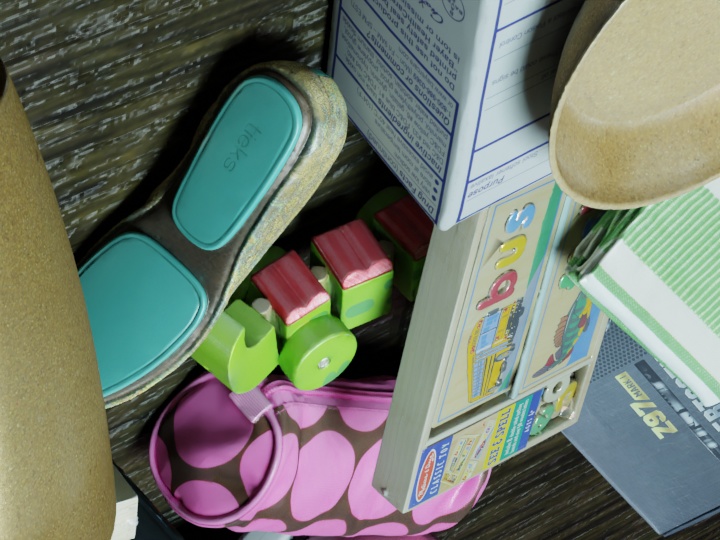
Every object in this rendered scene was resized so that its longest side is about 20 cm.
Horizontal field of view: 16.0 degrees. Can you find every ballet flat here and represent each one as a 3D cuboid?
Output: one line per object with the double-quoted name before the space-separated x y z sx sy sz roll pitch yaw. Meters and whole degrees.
"ballet flat" -0.072 -0.013 1.156 0.071 0.071 0.200 5 129 -54

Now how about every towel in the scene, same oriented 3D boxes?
"towel" 0.201 -0.040 1.261 0.200 0.023 0.152 -51 131 -2

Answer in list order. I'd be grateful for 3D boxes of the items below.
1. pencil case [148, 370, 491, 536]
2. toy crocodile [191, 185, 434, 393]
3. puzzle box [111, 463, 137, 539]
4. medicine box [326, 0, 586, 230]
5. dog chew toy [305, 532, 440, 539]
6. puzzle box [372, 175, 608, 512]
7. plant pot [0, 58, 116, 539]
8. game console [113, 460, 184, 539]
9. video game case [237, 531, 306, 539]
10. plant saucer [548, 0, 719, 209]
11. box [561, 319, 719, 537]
"pencil case" -0.015 0.092 1.356 0.094 0.091 0.199 -42 153 29
"toy crocodile" 0.000 0.000 1.255 0.199 0.068 0.062 -27 150 -23
"puzzle box" -0.206 0.090 1.040 0.199 0.133 0.026 -15 130 -28
"medicine box" 0.090 -0.144 1.112 0.182 0.103 0.200 -27 151 -24
"dog chew toy" 0.009 0.198 1.493 0.124 0.125 0.200 -42 -179 5
"puzzle box" 0.077 0.018 1.261 0.133 0.025 0.201 -24 140 -37
"plant pot" -0.181 0.011 0.960 0.186 0.186 0.201 -20 132 -33
"game console" -0.206 0.148 1.176 0.200 0.172 0.119 -42 179 7
"video game case" -0.097 0.224 1.439 0.200 0.024 0.182 -46 166 -48
"plant saucer" 0.154 -0.109 1.086 0.200 0.035 0.201 -28 151 -17
"box" 0.168 0.037 1.368 0.157 0.051 0.200 -29 117 29
